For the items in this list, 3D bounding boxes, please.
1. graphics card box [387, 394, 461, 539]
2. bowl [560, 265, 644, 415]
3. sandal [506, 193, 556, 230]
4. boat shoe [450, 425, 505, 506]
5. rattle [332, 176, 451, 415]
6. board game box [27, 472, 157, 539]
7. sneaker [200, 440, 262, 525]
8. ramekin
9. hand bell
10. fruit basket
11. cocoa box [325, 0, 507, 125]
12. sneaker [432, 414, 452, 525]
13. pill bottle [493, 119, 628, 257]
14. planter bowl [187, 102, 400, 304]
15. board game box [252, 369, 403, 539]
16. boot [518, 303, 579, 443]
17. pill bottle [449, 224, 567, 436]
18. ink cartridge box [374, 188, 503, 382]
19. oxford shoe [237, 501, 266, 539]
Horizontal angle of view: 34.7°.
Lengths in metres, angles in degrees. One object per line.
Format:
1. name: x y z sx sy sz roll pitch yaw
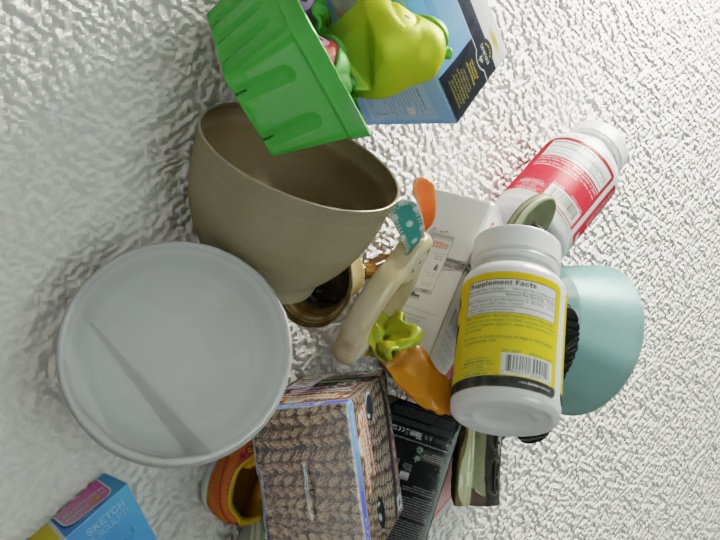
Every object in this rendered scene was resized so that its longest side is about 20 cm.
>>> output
1. graphics card box: 0.027 0.243 1.301 0.125 0.051 0.200 18 82 -4
2. bowl: 0.250 0.076 1.464 0.105 0.201 0.201 20 83 -34
3. sandal: 0.185 -0.003 1.330 0.201 0.057 0.080 -58 153 -30
4. boat shoe: 0.146 0.176 1.328 0.066 0.072 0.201 8 95 -5
5. rattle: 0.066 0.029 1.152 0.130 0.143 0.200 2 125 -57
6. board game box: -0.268 0.309 1.054 0.200 0.040 0.153 -42 125 -34
7. sneaker: -0.107 0.160 1.172 0.073 0.077 0.201 5 92 -45
8. ramekin: -0.166 0.082 1.023 0.202 0.094 0.203 4 71 -10
9. hand bell: 0.000 0.000 1.265 0.200 0.104 0.104 -8 104 -58
10. fruit basket: -0.023 -0.212 1.067 0.216 0.215 0.156 -52 130 -27
11. cocoa box: 0.043 -0.267 1.202 0.131 0.133 0.200 -55 133 -32
12. sneaker: 0.100 0.215 1.395 0.200 0.075 0.105 -50 140 -23
13. pill bottle: 0.262 -0.105 1.487 0.200 0.112 0.112 -46 128 -31
14. planter bowl: -0.080 -0.054 1.098 0.200 0.200 0.135 -5 129 -46
15. board game box: -0.029 0.196 1.158 0.200 0.097 0.160 -24 106 -78
16. boot: 0.181 0.091 1.375 0.073 0.163 0.199 -7 122 -22
17. pill bottle: 0.157 0.061 1.196 0.114 0.114 0.200 38 51 -44
18. ink cartridge box: 0.094 0.028 1.325 0.200 0.083 0.147 -66 157 -16
19. oxford shoe: -0.102 0.279 1.219 0.075 0.058 0.200 34 58 -38
